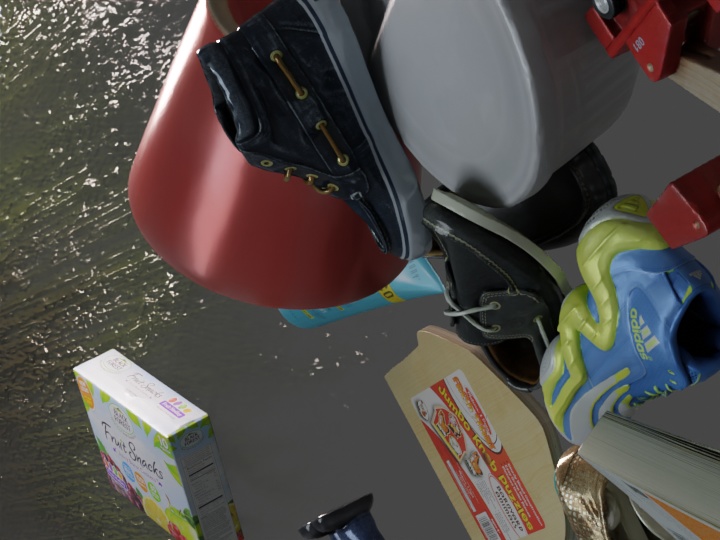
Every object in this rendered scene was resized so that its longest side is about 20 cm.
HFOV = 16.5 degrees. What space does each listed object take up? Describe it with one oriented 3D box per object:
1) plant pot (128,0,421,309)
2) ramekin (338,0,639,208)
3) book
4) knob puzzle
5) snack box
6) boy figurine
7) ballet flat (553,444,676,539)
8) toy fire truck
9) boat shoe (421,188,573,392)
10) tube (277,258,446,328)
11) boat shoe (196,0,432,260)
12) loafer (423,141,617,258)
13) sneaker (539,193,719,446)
[{"bbox_3d":[-0.045,-0.103,1.627,0.200,0.200,0.178,47,142,32],"label":"plant pot"},{"bbox_3d":[0.077,-0.146,1.430,0.202,0.094,0.203,46,152,33],"label":"ramekin"},{"bbox_3d":[0.229,0.155,1.438,0.134,0.048,0.200,42,168,-32],"label":"book"},{"bbox_3d":[0.101,0.123,1.744,0.220,0.030,0.220,47,152,35],"label":"knob puzzle"},{"bbox_3d":[-0.194,0.174,2.380,0.200,0.053,0.143,28,137,53],"label":"snack box"},{"bbox_3d":[0.021,0.285,2.041,0.201,0.064,0.124,65,154,3],"label":"boy figurine"},{"bbox_3d":[0.190,0.201,1.602,0.065,0.070,0.201,-25,96,52],"label":"ballet flat"},{"bbox_3d":[0.183,-0.109,1.305,0.141,0.049,0.200,58,155,11],"label":"toy fire truck"},{"bbox_3d":[0.083,0.014,1.492,0.072,0.068,0.200,30,170,31],"label":"boat shoe"},{"bbox_3d":[0.000,0.000,1.813,0.078,0.050,0.200,57,152,-4],"label":"tube"},{"bbox_3d":[-0.028,-0.075,1.501,0.071,0.091,0.201,49,166,57],"label":"boat shoe"},{"bbox_3d":[0.092,-0.036,1.541,0.073,0.072,0.200,64,156,0],"label":"loafer"},{"bbox_3d":[0.166,0.054,1.479,0.105,0.076,0.201,45,150,35],"label":"sneaker"}]
